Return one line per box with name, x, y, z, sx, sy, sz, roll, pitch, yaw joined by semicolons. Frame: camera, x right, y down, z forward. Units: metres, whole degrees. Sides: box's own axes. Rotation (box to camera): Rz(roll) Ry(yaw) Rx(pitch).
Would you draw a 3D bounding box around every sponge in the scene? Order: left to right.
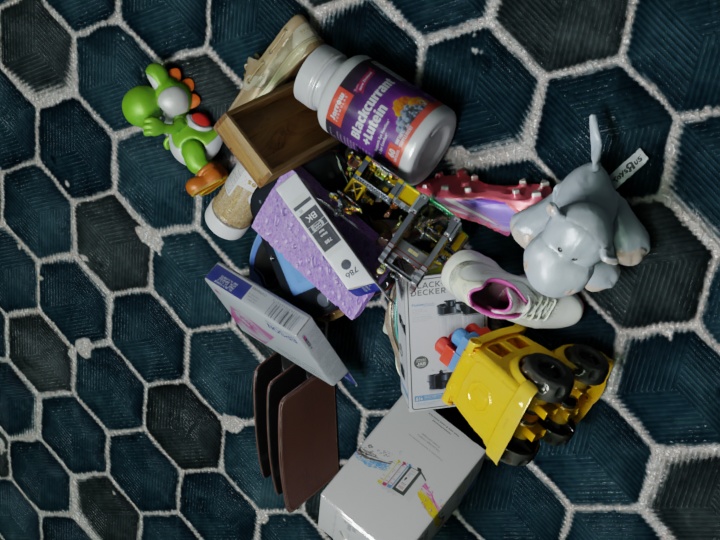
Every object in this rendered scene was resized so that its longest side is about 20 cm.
sponge;-0.049;-0.040;1.670;0.200;0.030;0.112;42;118;15

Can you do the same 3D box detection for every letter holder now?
letter holder;-0.114;0.245;1.896;0.100;0.142;0.202;14;120;30

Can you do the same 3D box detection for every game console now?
game console;-0.057;-0.043;1.705;0.176;0.031;0.202;-22;91;38

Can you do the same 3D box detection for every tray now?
tray;-0.095;-0.187;1.631;0.099;0.200;0.037;52;132;3

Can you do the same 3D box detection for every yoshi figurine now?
yoshi figurine;-0.280;-0.200;1.827;0.112;0.112;0.202;-27;92;48

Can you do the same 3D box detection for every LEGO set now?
LEGO set;0.038;-0.048;1.573;0.199;0.154;0.116;36;88;0

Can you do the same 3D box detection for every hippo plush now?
hippo plush;0.268;-0.036;1.442;0.159;0.161;0.201;35;115;-6

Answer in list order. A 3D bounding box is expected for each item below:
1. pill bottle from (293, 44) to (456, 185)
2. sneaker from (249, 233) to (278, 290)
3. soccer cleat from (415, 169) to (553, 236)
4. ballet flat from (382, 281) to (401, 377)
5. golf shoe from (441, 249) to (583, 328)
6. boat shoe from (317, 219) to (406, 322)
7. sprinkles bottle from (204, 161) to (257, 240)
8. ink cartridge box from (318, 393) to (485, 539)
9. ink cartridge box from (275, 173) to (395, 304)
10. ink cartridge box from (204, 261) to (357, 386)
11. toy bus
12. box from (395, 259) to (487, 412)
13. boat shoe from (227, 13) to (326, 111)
pill bottle;0.015;-0.206;1.600;0.199;0.111;0.112;34;128;18
sneaker;-0.102;-0.042;1.794;0.078;0.070;0.202;37;128;25
soccer cleat;0.159;-0.080;1.590;0.198;0.067;0.077;7;120;31
ballet flat;0.065;0.102;1.749;0.067;0.068;0.202;12;119;55
golf shoe;0.196;0.040;1.550;0.198;0.092;0.076;15;110;-19
boat shoe;0.000;0.000;1.740;0.074;0.069;0.200;54;127;10
sprinkles bottle;-0.155;-0.130;1.791;0.068;0.068;0.200;46;130;8
ink cartridge box;0.055;0.307;1.735;0.144;0.200;0.148;36;156;16
ink cartridge box;-0.031;-0.028;1.586;0.039;0.099;0.201;-37;80;1
ink cartridge box;-0.114;0.091;1.800;0.195;0.043;0.201;28;159;36
toy bus;0.196;0.131;1.593;0.192;0.199;0.137;41;125;30
box;0.109;0.082;1.668;0.115;0.060;0.202;-5;114;-7
boat shoe;-0.124;-0.269;1.705;0.200;0.071;0.065;-40;80;33
